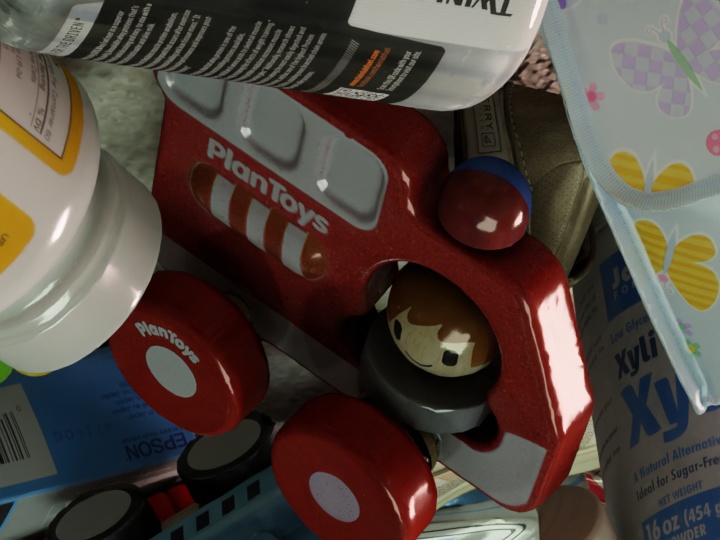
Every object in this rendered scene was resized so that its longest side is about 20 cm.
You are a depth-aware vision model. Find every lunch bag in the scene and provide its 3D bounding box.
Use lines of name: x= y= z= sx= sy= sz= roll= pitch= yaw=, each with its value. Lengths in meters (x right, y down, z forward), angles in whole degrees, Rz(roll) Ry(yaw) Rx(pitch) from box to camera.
lunch bag: x=0.162 y=-0.066 z=0.953 sx=0.169 sy=0.127 sz=0.200 roll=-16 pitch=124 yaw=13

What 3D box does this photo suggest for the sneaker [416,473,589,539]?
sneaker: x=0.012 y=0.127 z=1.274 sx=0.199 sy=0.073 sz=0.072 roll=-22 pitch=174 yaw=-6

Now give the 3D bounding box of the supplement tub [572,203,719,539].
supplement tub: x=0.161 y=0.061 z=1.097 sx=0.131 sy=0.201 sz=0.132 roll=-6 pitch=149 yaw=-3

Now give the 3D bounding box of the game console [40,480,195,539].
game console: x=-0.143 y=0.166 z=1.239 sx=0.176 sy=0.031 sz=0.200 roll=-23 pitch=160 yaw=-19

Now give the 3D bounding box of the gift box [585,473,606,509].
gift box: x=0.121 y=0.212 z=1.364 sx=0.199 sy=0.187 sz=0.185 roll=19 pitch=148 yaw=-4

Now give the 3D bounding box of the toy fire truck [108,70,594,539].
toy fire truck: x=0.000 y=0.000 z=0.991 sx=0.200 sy=0.112 sz=0.168 roll=35 pitch=145 yaw=17

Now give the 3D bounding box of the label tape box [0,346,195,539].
label tape box: x=-0.176 y=0.117 z=1.214 sx=0.143 sy=0.066 sz=0.200 roll=-13 pitch=154 yaw=-33

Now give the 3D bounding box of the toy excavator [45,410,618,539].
toy excavator: x=-0.009 y=0.133 z=1.086 sx=0.194 sy=0.200 sz=0.100 roll=-30 pitch=116 yaw=-12

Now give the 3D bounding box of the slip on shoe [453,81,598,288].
slip on shoe: x=0.068 y=-0.005 z=1.098 sx=0.060 sy=0.076 sz=0.200 roll=-5 pitch=142 yaw=-3

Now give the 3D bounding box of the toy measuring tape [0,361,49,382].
toy measuring tape: x=-0.163 y=-0.034 z=1.023 sx=0.073 sy=0.074 sz=0.200 roll=-18 pitch=130 yaw=18

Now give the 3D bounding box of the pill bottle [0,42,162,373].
pill bottle: x=-0.161 y=-0.048 z=0.914 sx=0.113 sy=0.113 sz=0.200 roll=-24 pitch=138 yaw=26

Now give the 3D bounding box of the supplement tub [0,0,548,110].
supplement tub: x=-0.046 y=-0.121 z=0.828 sx=0.199 sy=0.123 sz=0.123 roll=6 pitch=147 yaw=-22

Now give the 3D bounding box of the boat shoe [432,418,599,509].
boat shoe: x=0.029 y=0.071 z=1.221 sx=0.199 sy=0.072 sz=0.065 roll=-14 pitch=140 yaw=7
